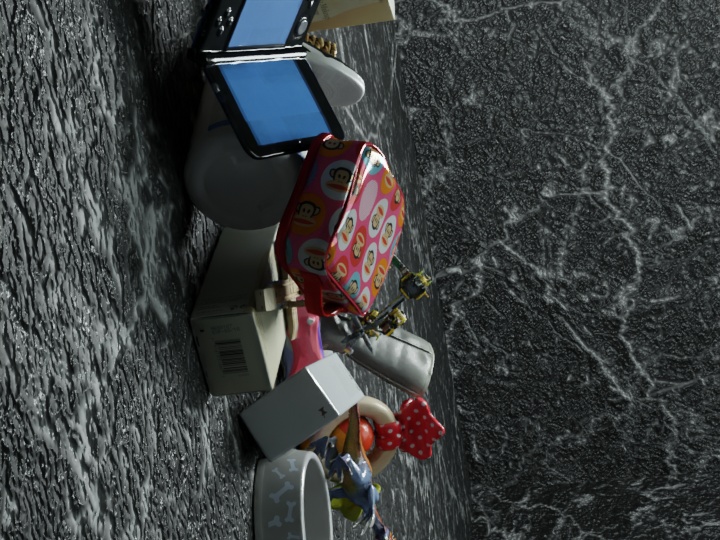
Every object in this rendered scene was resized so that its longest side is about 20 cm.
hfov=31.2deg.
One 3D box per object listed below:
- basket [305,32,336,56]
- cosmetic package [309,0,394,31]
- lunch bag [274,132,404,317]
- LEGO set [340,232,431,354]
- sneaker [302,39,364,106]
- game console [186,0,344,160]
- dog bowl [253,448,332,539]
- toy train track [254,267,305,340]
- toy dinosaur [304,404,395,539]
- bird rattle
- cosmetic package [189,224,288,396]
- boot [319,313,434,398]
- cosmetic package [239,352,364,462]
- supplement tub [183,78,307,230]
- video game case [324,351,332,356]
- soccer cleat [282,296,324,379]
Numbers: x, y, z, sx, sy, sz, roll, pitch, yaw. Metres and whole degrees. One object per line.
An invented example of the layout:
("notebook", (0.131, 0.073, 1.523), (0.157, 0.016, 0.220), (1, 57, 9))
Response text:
("basket", (-0.126, -0.215, 1.637), (0.201, 0.148, 0.143), (-86, -160, -49))
("cosmetic package", (-0.058, -0.376, 1.732), (0.105, 0.198, 0.072), (57, 28, -69))
("lunch bag", (-0.021, -0.033, 1.380), (0.200, 0.081, 0.177), (58, 48, -64))
("LEGO set", (0.000, 0.000, 1.727), (0.201, 0.153, 0.116), (58, -2, -3))
("sneaker", (-0.085, -0.273, 1.537), (0.073, 0.199, 0.113), (128, -28, -50))
("game console", (-0.071, -0.224, 1.322), (0.200, 0.118, 0.172), (-22, 142, -61))
("dog bowl", (-0.079, 0.313, 1.583), (0.200, 0.058, 0.202), (-7, 90, -81))
("toy train track", (-0.076, 0.023, 1.417), (0.200, 0.032, 0.116), (-23, 106, -79))
("toy dinosaur", (0.008, 0.289, 1.729), (0.201, 0.105, 0.181), (-58, 138, -10))
("bird rattle", (0.009, 0.243, 1.797), (0.163, 0.200, 0.113), (40, 14, -30))
("cosmetic package", (-0.126, 0.039, 1.429), (0.200, 0.072, 0.104), (-80, 161, -58))
("boot", (0.013, 0.074, 1.838), (0.073, 0.199, 0.183), (129, -26, -52))
("cosmetic package", (-0.067, 0.163, 1.568), (0.071, 0.101, 0.200), (55, 7, 4))
("supplement tub", (-0.118, -0.153, 1.423), (0.201, 0.131, 0.133), (-85, 165, -48))
("video game case", (-0.064, 0.152, 1.905), (0.183, 0.023, 0.201), (-81, 163, -60))
("soccer cleat", (-0.078, 0.117, 1.723), (0.076, 0.066, 0.202), (-128, -149, -81))
